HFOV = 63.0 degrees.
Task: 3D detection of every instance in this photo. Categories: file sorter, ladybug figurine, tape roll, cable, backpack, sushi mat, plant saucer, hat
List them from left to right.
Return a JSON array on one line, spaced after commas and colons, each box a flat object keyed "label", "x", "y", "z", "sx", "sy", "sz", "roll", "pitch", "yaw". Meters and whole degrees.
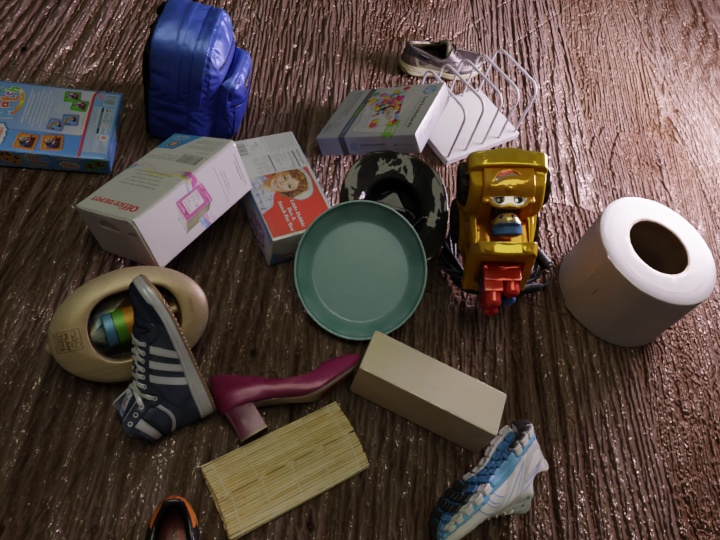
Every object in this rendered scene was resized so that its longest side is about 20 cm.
[{"label": "ladybug figurine", "x": -0.295, "y": 0.067, "z": 0.751, "sx": 0.196, "sy": 0.072, "sz": 0.139, "roll": -14, "pitch": 94, "yaw": -25}, {"label": "backpack", "x": -0.262, "y": -0.329, "z": 0.958, "sx": 0.163, "sy": 0.202, "sz": 0.166, "roll": 8, "pitch": 54, "yaw": -9}, {"label": "sushi mat", "x": -0.091, "y": 0.246, "z": 0.738, "sx": 0.196, "sy": 0.012, "sz": 0.097, "roll": -20, "pitch": 63, "yaw": -26}, {"label": "plant saucer", "x": 0.000, "y": 0.000, "z": 0.870, "sx": 0.194, "sy": 0.036, "sz": 0.206, "roll": 0, "pitch": 85, "yaw": -1}, {"label": "hat", "x": 0.050, "y": -0.087, "z": 0.954, "sx": 0.195, "sy": 0.081, "sz": 0.206, "roll": 2, "pitch": 73, "yaw": -6}, {"label": "file sorter", "x": 0.214, "y": -0.320, "z": 1.124, "sx": 0.197, "sy": 0.125, "sz": 0.140, "roll": -24, "pitch": 65, "yaw": -26}, {"label": "cable", "x": 0.218, "y": -0.030, "z": 0.977, "sx": 0.195, "sy": 0.051, "sz": 0.166, "roll": -8, "pitch": 61, "yaw": -18}, {"label": "tape roll", "x": 0.448, "y": 0.003, "z": 0.963, "sx": 0.197, "sy": 0.140, "sz": 0.207, "roll": 7, "pitch": 55, "yaw": -11}]

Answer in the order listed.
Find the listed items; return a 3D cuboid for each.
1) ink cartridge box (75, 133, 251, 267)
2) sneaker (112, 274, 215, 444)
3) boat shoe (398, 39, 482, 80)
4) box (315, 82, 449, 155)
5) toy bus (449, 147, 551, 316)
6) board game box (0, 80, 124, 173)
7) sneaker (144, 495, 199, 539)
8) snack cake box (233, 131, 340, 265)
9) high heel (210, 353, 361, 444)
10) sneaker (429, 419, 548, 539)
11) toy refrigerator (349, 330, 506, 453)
[{"label": "ink cartridge box", "x": -0.279, "y": -0.106, "z": 0.845, "sx": 0.142, "sy": 0.086, "sz": 0.200, "roll": 14, "pitch": 47, "yaw": 34}, {"label": "sneaker", "x": -0.254, "y": 0.113, "z": 0.691, "sx": 0.107, "sy": 0.204, "sz": 0.070, "roll": -28, "pitch": 27, "yaw": -22}, {"label": "boat shoe", "x": 0.177, "y": -0.447, "z": 1.233, "sx": 0.195, "sy": 0.065, "sz": 0.074, "roll": -10, "pitch": 58, "yaw": -21}, {"label": "box", "x": 0.039, "y": -0.265, "z": 1.032, "sx": 0.196, "sy": 0.042, "sz": 0.157, "roll": 6, "pitch": 49, "yaw": 30}, {"label": "toy bus", "x": 0.199, "y": -0.045, "z": 0.844, "sx": 0.132, "sy": 0.201, "sz": 0.196, "roll": 3, "pitch": 59, "yaw": 4}, {"label": "board game box", "x": -0.490, "y": -0.229, "z": 0.932, "sx": 0.195, "sy": 0.037, "sz": 0.154, "roll": 4, "pitch": 56, "yaw": -13}, {"label": "sneaker", "x": -0.199, "y": 0.337, "z": 0.602, "sx": 0.068, "sy": 0.091, "sz": 0.204, "roll": 0, "pitch": 57, "yaw": -14}, {"label": "snack cake box", "x": -0.127, "y": -0.120, "z": 0.937, "sx": 0.113, "sy": 0.068, "sz": 0.203, "roll": -15, "pitch": 62, "yaw": -25}, {"label": "high heel", "x": -0.096, "y": 0.135, "z": 0.775, "sx": 0.197, "sy": 0.068, "sz": 0.097, "roll": -26, "pitch": 72, "yaw": -26}, {"label": "sneaker", "x": 0.174, "y": 0.289, "z": 0.748, "sx": 0.199, "sy": 0.075, "sz": 0.088, "roll": -37, "pitch": 96, "yaw": -22}, {"label": "toy refrigerator", "x": 0.091, "y": 0.164, "z": 0.802, "sx": 0.196, "sy": 0.076, "sz": 0.071, "roll": 25, "pitch": 54, "yaw": 3}]
